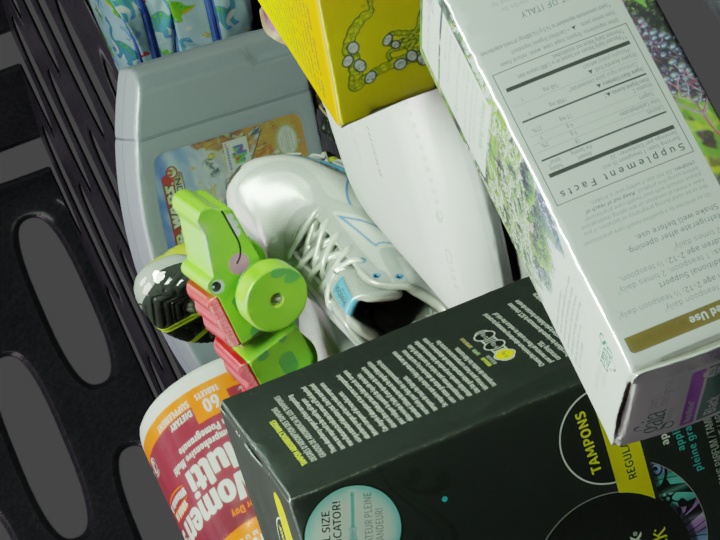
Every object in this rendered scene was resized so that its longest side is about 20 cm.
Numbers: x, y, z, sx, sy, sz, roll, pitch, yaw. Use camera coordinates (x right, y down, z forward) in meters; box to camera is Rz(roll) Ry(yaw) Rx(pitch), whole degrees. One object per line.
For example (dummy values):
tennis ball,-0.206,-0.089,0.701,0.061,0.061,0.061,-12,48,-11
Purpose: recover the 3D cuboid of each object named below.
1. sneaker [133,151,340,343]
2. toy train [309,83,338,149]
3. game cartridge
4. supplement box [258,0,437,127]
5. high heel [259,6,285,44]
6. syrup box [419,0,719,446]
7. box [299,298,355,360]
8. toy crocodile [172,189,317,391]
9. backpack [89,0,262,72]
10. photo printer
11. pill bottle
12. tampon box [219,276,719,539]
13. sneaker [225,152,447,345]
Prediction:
sneaker,-0.064,-0.016,1.513,0.077,0.200,0.075,53,131,17
toy train,-0.008,-0.101,1.571,0.200,0.034,0.046,-127,20,-57
game cartridge,-0.081,-0.040,1.573,0.041,0.133,0.201,8,114,55
supplement box,-0.004,-0.179,1.178,0.200,0.108,0.110,-122,14,-44
high heel,-0.037,-0.214,1.491,0.200,0.067,0.096,-98,31,-60
syrup box,0.097,-0.041,1.004,0.079,0.081,0.201,87,159,-66
box,0.029,0.067,1.535,0.200,0.097,0.125,93,154,-65
toy crocodile,-0.055,0.039,1.412,0.067,0.062,0.200,37,158,52
backpack,-0.131,-0.201,1.777,0.200,0.153,0.164,118,138,-59
photo printer,0.036,-0.074,1.291,0.200,0.069,0.167,-129,20,-60
pill bottle,-0.049,0.158,1.543,0.110,0.109,0.200,87,158,-60
tampon box,0.061,0.107,1.153,0.126,0.199,0.150,-135,25,-66
sneaker,0.000,0.000,1.397,0.200,0.075,0.087,35,-161,19
